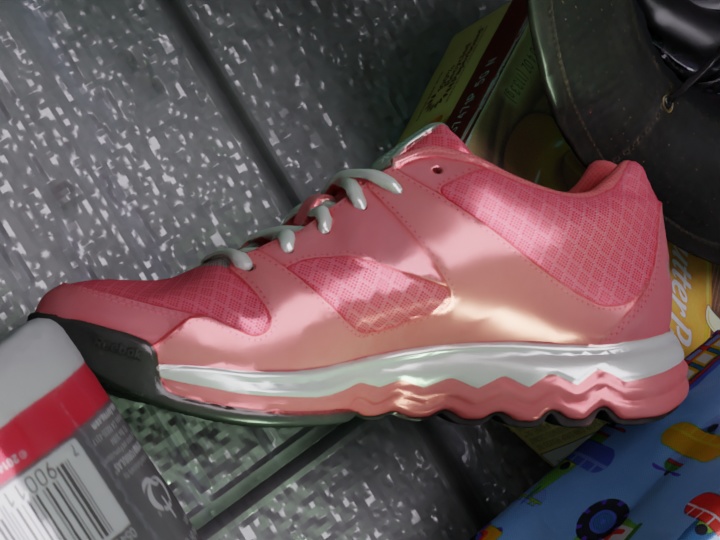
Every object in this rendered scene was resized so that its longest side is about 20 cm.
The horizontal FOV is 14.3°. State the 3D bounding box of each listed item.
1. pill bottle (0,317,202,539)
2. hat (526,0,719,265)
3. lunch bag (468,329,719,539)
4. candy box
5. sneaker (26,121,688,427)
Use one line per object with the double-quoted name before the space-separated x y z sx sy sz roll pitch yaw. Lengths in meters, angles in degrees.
"pill bottle" -0.071 0.122 0.726 0.111 0.111 0.200 -36 96 -42
"hat" 0.117 -0.105 0.902 0.200 0.081 0.201 -12 115 -26
"lunch bag" 0.128 0.140 0.870 0.151 0.094 0.200 -39 114 -14
"candy box" 0.095 0.015 0.940 0.200 0.055 0.116 41 51 -17
"sneaker" 0.000 0.000 0.829 0.200 0.074 0.087 1 91 -22
